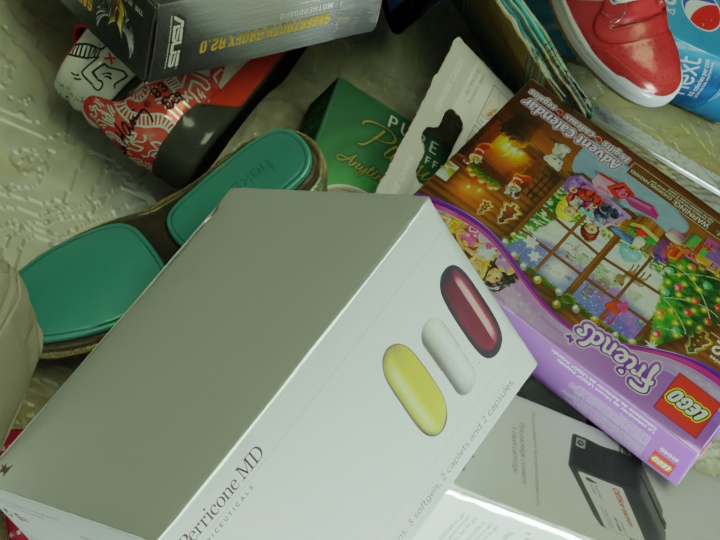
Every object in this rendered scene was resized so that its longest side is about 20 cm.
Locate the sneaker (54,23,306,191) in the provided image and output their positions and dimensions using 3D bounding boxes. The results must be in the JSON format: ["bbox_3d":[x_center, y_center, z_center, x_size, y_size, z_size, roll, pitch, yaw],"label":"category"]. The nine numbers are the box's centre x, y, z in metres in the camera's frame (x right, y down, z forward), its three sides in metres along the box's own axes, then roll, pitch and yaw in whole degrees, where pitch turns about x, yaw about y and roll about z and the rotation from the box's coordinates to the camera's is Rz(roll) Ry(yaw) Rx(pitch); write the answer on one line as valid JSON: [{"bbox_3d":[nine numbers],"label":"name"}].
[{"bbox_3d":[-0.093,-0.140,0.965,0.108,0.067,0.202,35,49,0],"label":"sneaker"}]

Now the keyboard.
[{"bbox_3d":[0.204,-0.076,1.117,0.199,0.056,0.011,28,101,-16],"label":"keyboard"}]

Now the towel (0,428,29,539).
[{"bbox_3d":[-0.100,0.170,0.847,0.143,0.022,0.202,-4,68,-29],"label":"towel"}]

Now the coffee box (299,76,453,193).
[{"bbox_3d":[0.000,0.000,0.967,0.122,0.044,0.201,28,57,-18],"label":"coffee box"}]

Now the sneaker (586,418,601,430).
[{"bbox_3d":[0.186,0.032,0.976,0.115,0.075,0.202,10,63,-37],"label":"sneaker"}]

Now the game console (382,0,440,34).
[{"bbox_3d":[-0.028,-0.225,0.959,0.169,0.200,0.119,16,88,-8],"label":"game console"}]

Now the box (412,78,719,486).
[{"bbox_3d":[0.127,0.001,0.891,0.199,0.039,0.137,37,58,13],"label":"box"}]

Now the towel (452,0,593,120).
[{"bbox_3d":[0.081,-0.164,1.039,0.022,0.147,0.201,-31,84,-1],"label":"towel"}]

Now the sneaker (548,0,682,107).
[{"bbox_3d":[0.163,-0.208,1.033,0.071,0.112,0.201,-18,78,-33],"label":"sneaker"}]

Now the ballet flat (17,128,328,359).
[{"bbox_3d":[-0.101,-0.003,0.891,0.199,0.071,0.071,-32,85,-10],"label":"ballet flat"}]

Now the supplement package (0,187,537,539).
[{"bbox_3d":[-0.046,0.070,0.778,0.200,0.155,0.111,-52,123,-25],"label":"supplement package"}]

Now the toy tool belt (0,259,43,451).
[{"bbox_3d":[-0.235,0.076,0.773,0.122,0.125,0.201,9,54,12],"label":"toy tool belt"}]

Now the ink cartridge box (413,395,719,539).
[{"bbox_3d":[0.092,0.153,0.878,0.199,0.145,0.084,23,40,-18],"label":"ink cartridge box"}]

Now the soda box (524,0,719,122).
[{"bbox_3d":[0.183,-0.175,1.138,0.198,0.064,0.068,20,60,-20],"label":"soda box"}]

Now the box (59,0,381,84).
[{"bbox_3d":[-0.106,-0.189,0.936,0.158,0.049,0.200,-19,49,-37],"label":"box"}]

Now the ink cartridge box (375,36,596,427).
[{"bbox_3d":[0.086,-0.013,0.992,0.200,0.050,0.162,42,49,-18],"label":"ink cartridge box"}]
